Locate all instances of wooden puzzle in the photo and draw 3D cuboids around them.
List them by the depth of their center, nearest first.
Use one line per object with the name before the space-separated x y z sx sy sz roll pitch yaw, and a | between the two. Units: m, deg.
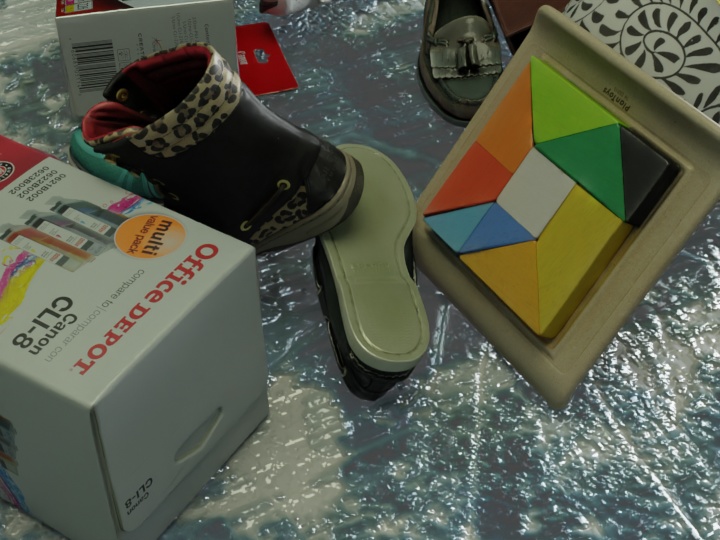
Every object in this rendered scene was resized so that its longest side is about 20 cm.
wooden puzzle | 0.117 -0.043 0.756 0.037 0.200 0.185 9 29 -45

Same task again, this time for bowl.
bowl | 0.186 -0.110 0.826 0.094 0.201 0.201 -33 50 -9

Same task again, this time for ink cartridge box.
ink cartridge box | -0.173 0.043 0.696 0.200 0.145 0.145 23 48 22
ink cartridge box | -0.151 -0.201 0.967 0.175 0.084 0.200 -8 29 -9

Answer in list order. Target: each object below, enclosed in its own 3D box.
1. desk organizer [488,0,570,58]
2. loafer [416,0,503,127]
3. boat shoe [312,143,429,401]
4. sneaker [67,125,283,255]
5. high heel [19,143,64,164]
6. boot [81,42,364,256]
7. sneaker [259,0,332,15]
desk organizer | 0.210 -0.229 0.980 0.199 0.072 0.077 -22 44 12
loafer | 0.081 -0.200 1.010 0.072 0.063 0.200 -2 43 -1
boat shoe | 0.002 0.000 0.797 0.074 0.066 0.200 1 47 -18
sneaker | -0.125 -0.081 0.873 0.199 0.080 0.078 16 45 20
high heel | -0.304 -0.035 0.829 0.199 0.068 0.096 -7 33 1
boot | -0.116 -0.055 0.750 0.200 0.151 0.073 -20 53 25
sneaker | -0.029 -0.274 1.070 0.087 0.075 0.200 22 36 11
